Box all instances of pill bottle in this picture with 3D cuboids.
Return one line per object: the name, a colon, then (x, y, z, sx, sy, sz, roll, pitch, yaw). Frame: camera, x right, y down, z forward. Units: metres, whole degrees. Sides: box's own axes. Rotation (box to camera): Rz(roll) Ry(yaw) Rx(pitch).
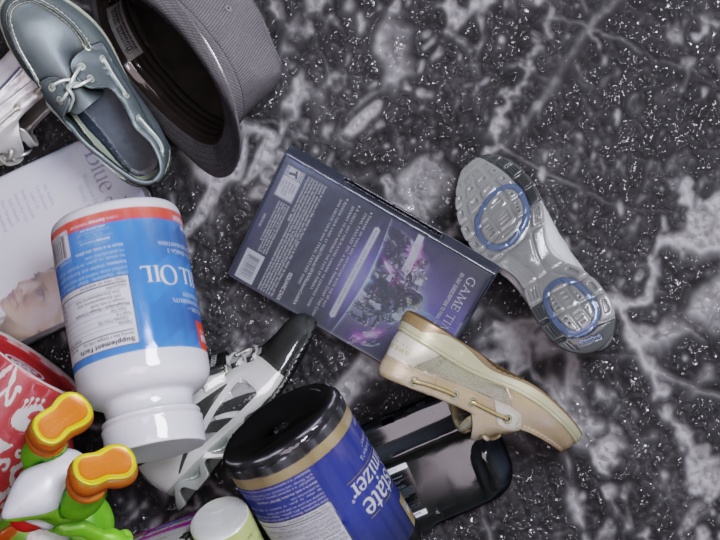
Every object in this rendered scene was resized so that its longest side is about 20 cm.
pill bottle: (-0.019, 0.202, 1.636, 0.111, 0.112, 0.201, -30, 108, 4)
pill bottle: (-0.183, 0.051, 1.637, 0.111, 0.112, 0.201, -13, 76, 3)

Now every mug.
mug: (-0.320, 0.163, 1.695, 0.133, 0.177, 0.201, 36, 94, 35)

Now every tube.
tube: (-0.083, 0.273, 1.657, 0.058, 0.052, 0.201, -21, 125, -1)

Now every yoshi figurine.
yoshi figurine: (-0.230, 0.179, 1.609, 0.111, 0.200, 0.113, 16, 50, -13)

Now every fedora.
fedora: (-0.133, -0.185, 1.659, 0.090, 0.177, 0.200, -37, 73, -25)

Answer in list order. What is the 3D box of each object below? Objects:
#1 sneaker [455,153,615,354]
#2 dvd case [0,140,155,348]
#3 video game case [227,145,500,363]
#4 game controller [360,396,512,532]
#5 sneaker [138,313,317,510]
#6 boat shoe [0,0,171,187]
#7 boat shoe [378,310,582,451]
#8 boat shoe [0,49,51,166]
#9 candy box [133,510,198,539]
sneaker: (0.145, -0.008, 1.680, 0.074, 0.087, 0.201, -33, 72, 6)
dvd case: (-0.266, -0.022, 1.726, 0.199, 0.018, 0.143, -24, 90, 3)
video game case: (0.000, 0.000, 1.676, 0.199, 0.019, 0.143, 29, 127, 1)
game controller: (0.028, 0.178, 1.713, 0.199, 0.042, 0.105, -23, 105, 4)
sneaker: (-0.121, 0.101, 1.695, 0.088, 0.074, 0.200, 41, 93, -1)
boat shoe: (-0.224, -0.150, 1.651, 0.073, 0.062, 0.200, -36, 110, 1)
boat shoe: (0.098, 0.106, 1.656, 0.200, 0.072, 0.065, 33, 86, -30)
boat shoe: (-0.302, -0.122, 1.702, 0.066, 0.072, 0.200, 41, 85, 5)
candy box: (-0.188, 0.260, 1.641, 0.136, 0.200, 0.061, -22, 90, 4)
